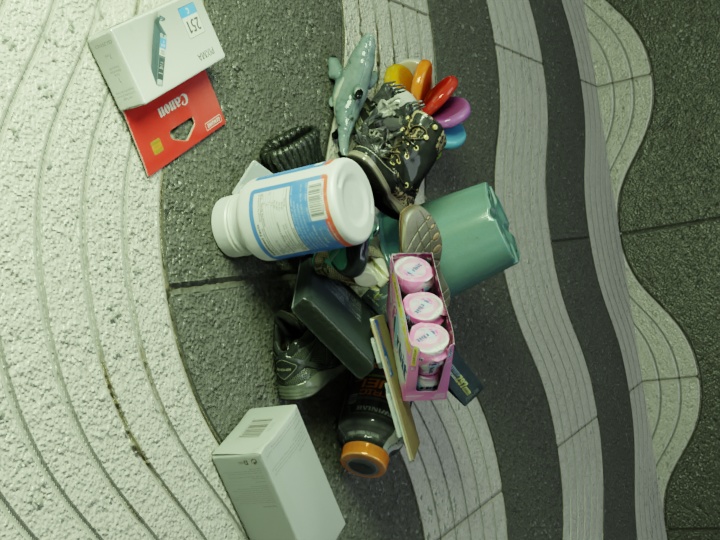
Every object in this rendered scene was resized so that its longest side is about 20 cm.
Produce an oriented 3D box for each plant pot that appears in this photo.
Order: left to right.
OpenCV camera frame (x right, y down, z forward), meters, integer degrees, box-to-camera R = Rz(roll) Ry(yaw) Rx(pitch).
[{"bbox_3d":[0.157,-0.046,1.672,0.201,0.195,0.201,55,21,-33],"label":"plant pot"}]

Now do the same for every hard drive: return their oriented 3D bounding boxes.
[{"bbox_3d":[-0.035,0.057,1.380,0.140,0.033,0.200,47,13,-14],"label":"hard drive"}]

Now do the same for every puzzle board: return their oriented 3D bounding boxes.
[{"bbox_3d":[0.046,0.163,1.389,0.151,0.017,0.202,5,68,-83],"label":"puzzle board"}]

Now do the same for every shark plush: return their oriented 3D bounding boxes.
[{"bbox_3d":[-0.021,-0.286,1.587,0.090,0.083,0.201,28,71,-18],"label":"shark plush"}]

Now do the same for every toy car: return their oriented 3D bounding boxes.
[{"bbox_3d":[0.127,-0.295,1.790,0.201,0.149,0.176,63,33,-30],"label":"toy car"}]

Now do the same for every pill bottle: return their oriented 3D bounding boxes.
[{"bbox_3d":[-0.091,-0.074,1.267,0.112,0.198,0.113,25,61,-56],"label":"pill bottle"},{"bbox_3d":[0.025,0.214,1.495,0.106,0.105,0.201,55,37,-39],"label":"pill bottle"}]

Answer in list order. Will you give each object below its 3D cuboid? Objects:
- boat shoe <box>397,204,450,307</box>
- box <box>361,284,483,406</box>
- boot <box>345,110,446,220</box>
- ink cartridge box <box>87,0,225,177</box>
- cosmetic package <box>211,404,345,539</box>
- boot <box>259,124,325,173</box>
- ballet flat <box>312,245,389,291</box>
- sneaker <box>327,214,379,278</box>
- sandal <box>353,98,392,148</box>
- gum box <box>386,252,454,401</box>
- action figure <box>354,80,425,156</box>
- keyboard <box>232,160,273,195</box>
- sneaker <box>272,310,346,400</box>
[{"bbox_3d":[0.085,-0.014,1.533,0.075,0.072,0.201,-27,124,-27],"label":"boat shoe"},{"bbox_3d":[0.101,0.117,1.597,0.051,0.200,0.158,-44,133,-4],"label":"box"},{"bbox_3d":[0.058,-0.176,1.476,0.151,0.073,0.200,-60,146,-10],"label":"boot"},{"bbox_3d":[-0.233,-0.238,1.217,0.200,0.044,0.177,-51,125,-54],"label":"ink cartridge box"},{"bbox_3d":[-0.102,0.289,1.267,0.113,0.081,0.202,-47,124,-55],"label":"cosmetic package"},{"bbox_3d":[-0.062,-0.149,1.470,0.211,0.079,0.159,-49,124,-55],"label":"boot"},{"bbox_3d":[0.000,0.000,1.426,0.068,0.075,0.200,-61,158,10],"label":"ballet flat"},{"bbox_3d":[0.002,-0.056,1.348,0.087,0.074,0.201,27,32,-29],"label":"sneaker"},{"bbox_3d":[0.016,-0.203,1.663,0.079,0.057,0.203,3,64,-52],"label":"sandal"},{"bbox_3d":[0.084,0.083,1.403,0.201,0.065,0.114,-100,-170,-47],"label":"gum box"},{"bbox_3d":[0.054,-0.229,1.592,0.119,0.102,0.201,44,39,-29],"label":"action figure"},{"bbox_3d":[-0.093,-0.080,1.384,0.200,0.011,0.057,35,80,-34],"label":"keyboard"},{"bbox_3d":[-0.062,0.095,1.402,0.199,0.076,0.115,-34,118,-54],"label":"sneaker"}]
